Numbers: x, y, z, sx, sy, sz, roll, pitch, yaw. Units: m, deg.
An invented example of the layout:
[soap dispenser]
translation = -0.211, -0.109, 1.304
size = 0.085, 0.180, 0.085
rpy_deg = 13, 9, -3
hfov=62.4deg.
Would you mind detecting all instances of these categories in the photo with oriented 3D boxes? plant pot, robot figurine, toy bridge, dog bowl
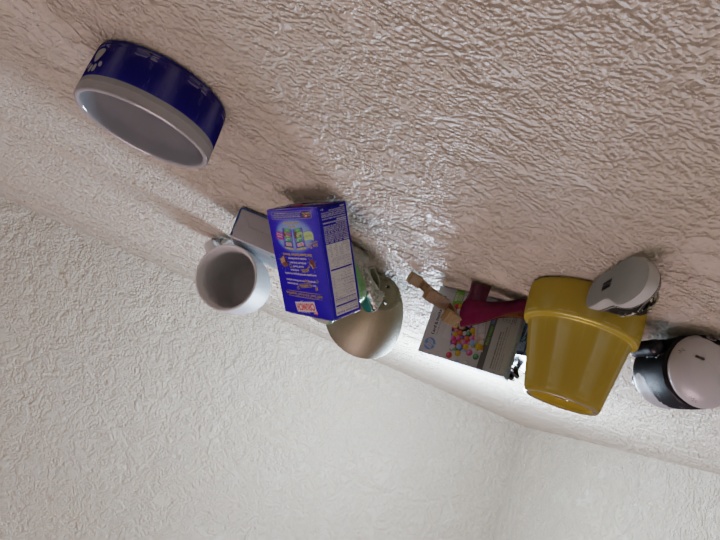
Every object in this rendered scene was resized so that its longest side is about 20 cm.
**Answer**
[plant pot]
translation = 0.368, 0.137, 1.026
size = 0.197, 0.192, 0.201
rpy_deg = 20, 166, 5
[robot figurine]
translation = 0.560, 0.176, 1.035
size = 0.147, 0.127, 0.200
rpy_deg = -8, 169, -7
[toy bridge]
translation = 0.159, 0.061, 1.238
size = 0.067, 0.027, 0.200
rpy_deg = 29, -168, -28
[dog bowl]
translation = -0.298, -0.232, 0.856
size = 0.197, 0.080, 0.200
rpy_deg = 20, 166, 5

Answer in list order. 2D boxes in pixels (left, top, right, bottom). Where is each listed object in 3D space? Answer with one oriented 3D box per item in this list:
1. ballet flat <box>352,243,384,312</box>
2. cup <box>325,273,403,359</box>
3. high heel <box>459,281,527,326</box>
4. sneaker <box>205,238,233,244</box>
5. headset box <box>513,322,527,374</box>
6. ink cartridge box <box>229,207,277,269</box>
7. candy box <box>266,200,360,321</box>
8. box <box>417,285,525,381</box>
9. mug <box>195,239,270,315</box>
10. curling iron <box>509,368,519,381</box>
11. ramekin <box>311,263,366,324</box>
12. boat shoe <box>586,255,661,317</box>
[ballet flat]
translation = 0.000, 0.000, 1.304
size = 0.071, 0.072, 0.202
rpy_deg = 8, 133, 43
[cup]
translation = 0.026, 0.089, 1.440
size = 0.197, 0.203, 0.144
rpy_deg = 22, 140, -6
[high heel]
translation = 0.297, 0.099, 1.182
size = 0.196, 0.098, 0.068
rpy_deg = 18, 162, 14
[sneaker]
translation = -0.417, -0.057, 1.733
size = 0.081, 0.076, 0.200
rpy_deg = 22, 167, -14
[headset box]
translation = 0.395, 0.174, 1.336
size = 0.173, 0.094, 0.199
rpy_deg = 30, 165, -31
[ink cartridge box]
translation = -0.224, -0.064, 1.407
size = 0.134, 0.078, 0.200
rpy_deg = 22, 166, 1
[candy box]
translation = -0.087, -0.020, 1.098
size = 0.076, 0.204, 0.168
rpy_deg = -16, -167, -38
[box]
translation = 0.240, 0.130, 1.272
size = 0.197, 0.158, 0.041
rpy_deg = 13, 163, 32
[mug]
translation = -0.298, 0.010, 1.393
size = 0.201, 0.147, 0.175
rpy_deg = 51, -179, 13
[curling iron]
translation = 0.370, 0.216, 1.489
size = 0.049, 0.026, 0.200
rpy_deg = 36, -158, -3
[ramekin]
translation = -0.088, 0.019, 1.286
size = 0.199, 0.097, 0.202
rpy_deg = 39, 153, 24
[boat shoe]
translation = 0.388, 0.029, 0.848
size = 0.063, 0.072, 0.200
rpy_deg = 20, 174, 5
